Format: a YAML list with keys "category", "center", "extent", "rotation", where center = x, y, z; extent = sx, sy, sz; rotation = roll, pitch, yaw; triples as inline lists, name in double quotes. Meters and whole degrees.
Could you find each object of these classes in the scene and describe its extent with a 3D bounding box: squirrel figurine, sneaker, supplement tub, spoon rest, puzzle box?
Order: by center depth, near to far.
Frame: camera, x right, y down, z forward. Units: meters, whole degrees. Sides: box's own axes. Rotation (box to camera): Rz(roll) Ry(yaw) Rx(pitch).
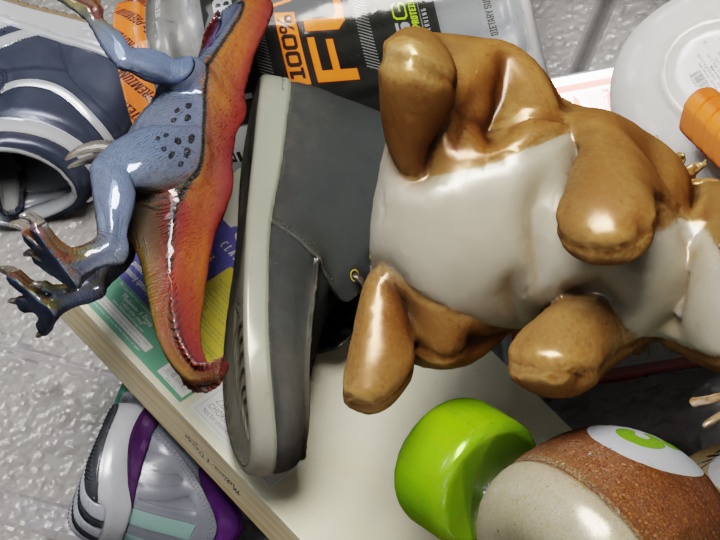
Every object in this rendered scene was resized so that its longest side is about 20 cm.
- category: "squirrel figurine"
  center: [0.103, -0.016, 0.762]
  extent: [0.186, 0.142, 0.200]
  rotation: [9, 12, 8]
- category: "sneaker"
  center: [0.000, 0.000, 0.842]
  extent: [0.106, 0.075, 0.200]
  rotation: [8, 53, -7]
- category: "spoon rest"
  center: [0.180, -0.039, 0.860]
  extent: [0.099, 0.061, 0.200]
  rotation: [-28, 64, 5]
- category: "puzzle box"
  center: [-0.021, 0.044, 0.869]
  extent: [0.133, 0.025, 0.200]
  rotation: [-34, 68, -29]
- category: "sneaker"
  center: [-0.065, 0.053, 0.920]
  extent: [0.087, 0.074, 0.200]
  rotation: [22, 54, -5]
- category: "supplement tub"
  center: [-0.013, -0.110, 0.977]
  extent: [0.199, 0.123, 0.123]
  rotation: [-14, 51, 6]
- category: "sneaker"
  center: [-0.209, -0.090, 1.053]
  extent: [0.200, 0.070, 0.109]
  rotation: [13, 57, 21]

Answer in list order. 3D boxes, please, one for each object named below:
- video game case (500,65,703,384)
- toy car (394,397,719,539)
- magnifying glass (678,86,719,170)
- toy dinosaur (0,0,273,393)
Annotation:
- category: "video game case"
  center: [0.155, -0.028, 0.893]
  extent: [0.199, 0.017, 0.143]
  rotation: [-10, 79, 10]
- category: "toy car"
  center: [0.145, 0.099, 0.766]
  extent: [0.200, 0.158, 0.164]
  rotation: [-32, 38, -25]
- category: "magnifying glass"
  center: [0.191, -0.005, 0.776]
  extent: [0.022, 0.080, 0.200]
  rotation: [-18, 49, -22]
- category: "toy dinosaur"
  center: [-0.074, -0.045, 0.845]
  extent: [0.200, 0.105, 0.181]
  rotation: [38, 61, 18]
